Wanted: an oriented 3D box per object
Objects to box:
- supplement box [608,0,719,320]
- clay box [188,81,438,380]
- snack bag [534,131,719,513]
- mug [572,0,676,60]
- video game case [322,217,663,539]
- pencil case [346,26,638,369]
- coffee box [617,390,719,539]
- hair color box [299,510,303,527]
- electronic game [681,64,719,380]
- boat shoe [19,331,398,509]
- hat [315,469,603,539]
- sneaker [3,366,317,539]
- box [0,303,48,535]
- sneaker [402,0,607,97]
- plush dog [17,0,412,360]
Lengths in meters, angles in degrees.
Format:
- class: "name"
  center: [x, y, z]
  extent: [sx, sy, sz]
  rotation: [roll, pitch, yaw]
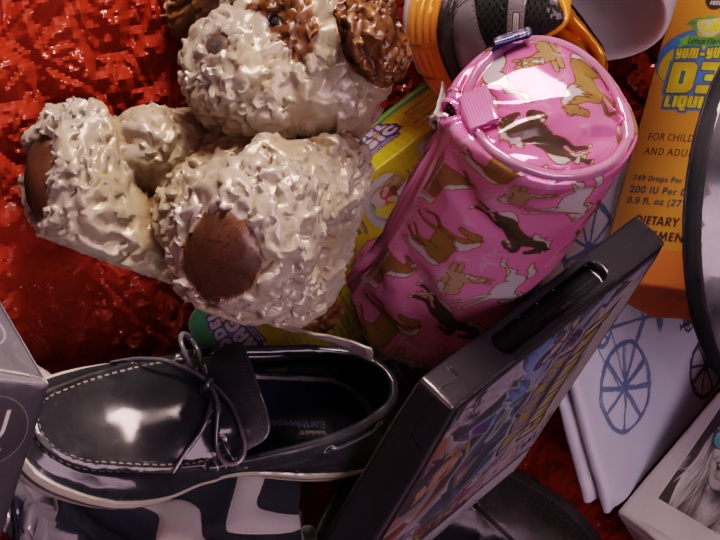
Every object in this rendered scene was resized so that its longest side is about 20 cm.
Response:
- class: "supplement box"
  center: [0.193, -0.075, 1.158]
  extent: [0.069, 0.066, 0.201]
  rotation: [29, 73, -44]
- class: "clay box"
  center: [0.000, 0.000, 1.109]
  extent: [0.200, 0.048, 0.115]
  rotation: [-37, 123, -16]
- class: "snack bag"
  center: [0.164, 0.004, 1.201]
  extent: [0.200, 0.021, 0.189]
  rotation: [-41, 123, -37]
- class: "mug"
  center: [0.113, -0.204, 1.059]
  extent: [0.200, 0.147, 0.176]
  rotation: [47, 57, -54]
- class: "video game case"
  center: [0.056, 0.080, 1.063]
  extent: [0.180, 0.025, 0.200]
  rotation: [-34, 160, -42]
- class: "pencil case"
  center: [0.055, -0.026, 0.992]
  extent: [0.086, 0.200, 0.083]
  rotation: [42, 59, 9]
- class: "coffee box"
  center: [0.305, 0.157, 1.224]
  extent: [0.198, 0.200, 0.200]
  rotation: [-49, 145, -8]
- class: "hair color box"
  center: [-0.122, 0.194, 1.089]
  extent: [0.199, 0.064, 0.112]
  rotation: [-20, 115, -26]
- class: "electronic game"
  center: [0.219, -0.031, 1.112]
  extent: [0.200, 0.041, 0.201]
  rotation: [-11, 104, -53]
- class: "boat shoe"
  center: [-0.070, 0.065, 0.981]
  extent: [0.199, 0.075, 0.062]
  rotation: [0, 147, -29]
- class: "hat"
  center: [0.049, 0.191, 1.174]
  extent: [0.200, 0.202, 0.081]
  rotation: [3, 149, -32]
- class: "sneaker"
  center: [-0.102, 0.092, 1.040]
  extent: [0.129, 0.199, 0.080]
  rotation: [-34, 156, -52]
- class: "box"
  center: [-0.226, 0.101, 0.939]
  extent: [0.106, 0.122, 0.201]
  rotation: [8, 113, -31]
- class: "sneaker"
  center: [0.085, -0.084, 1.030]
  extent: [0.200, 0.077, 0.079]
  rotation: [50, 48, -57]
- class: "plush dog"
  center: [-0.038, -0.066, 0.985]
  extent: [0.160, 0.199, 0.173]
  rotation: [18, 92, -43]
